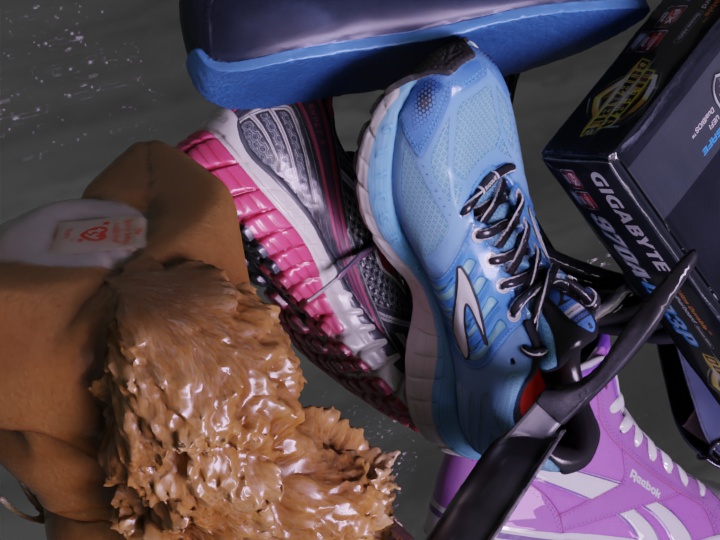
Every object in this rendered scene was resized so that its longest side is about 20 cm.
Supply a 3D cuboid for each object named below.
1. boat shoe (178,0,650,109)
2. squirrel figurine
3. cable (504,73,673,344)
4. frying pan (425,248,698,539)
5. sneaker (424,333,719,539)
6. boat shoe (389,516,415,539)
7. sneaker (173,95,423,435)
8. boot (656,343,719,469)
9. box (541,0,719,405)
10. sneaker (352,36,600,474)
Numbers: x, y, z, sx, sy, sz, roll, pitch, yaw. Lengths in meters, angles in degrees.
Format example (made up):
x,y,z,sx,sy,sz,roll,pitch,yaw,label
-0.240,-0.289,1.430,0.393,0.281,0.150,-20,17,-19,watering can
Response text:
x,y,z,sx,sy,sz,roll,pitch,yaw,label
0.025,-0.116,0.845,0.199,0.084,0.069,-8,74,-26,boat shoe
-0.081,0.074,0.803,0.141,0.200,0.187,-25,125,-33,squirrel figurine
0.119,-0.065,0.926,0.051,0.162,0.201,-40,143,-72,cable
0.056,0.078,0.782,0.115,0.031,0.190,-47,167,-54,frying pan
0.131,0.088,1.043,0.200,0.073,0.115,8,100,-38,sneaker
-0.056,0.172,0.944,0.200,0.070,0.071,-33,129,-18,boat shoe
0.000,0.000,0.905,0.075,0.081,0.200,-46,128,-14,sneaker
0.200,0.097,1.036,0.096,0.075,0.201,-3,78,-5,boot
0.182,-0.059,0.870,0.200,0.046,0.159,-50,119,-21,box
0.062,-0.002,0.838,0.078,0.090,0.201,-37,129,-29,sneaker
